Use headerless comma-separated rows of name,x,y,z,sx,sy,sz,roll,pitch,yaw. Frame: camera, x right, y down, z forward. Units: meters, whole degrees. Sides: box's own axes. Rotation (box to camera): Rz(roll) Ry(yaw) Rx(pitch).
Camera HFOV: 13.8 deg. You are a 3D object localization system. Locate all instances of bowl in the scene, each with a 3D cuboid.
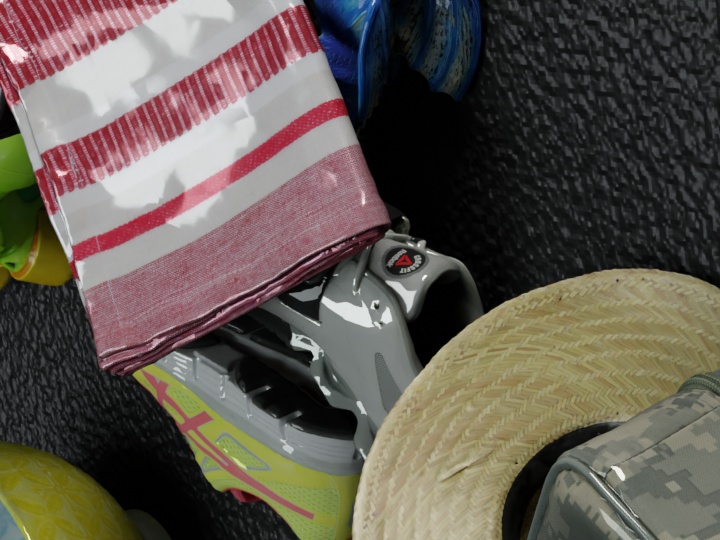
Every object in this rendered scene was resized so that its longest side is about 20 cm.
bowl,-0.149,0.172,1.492,0.200,0.107,0.201,25,122,50

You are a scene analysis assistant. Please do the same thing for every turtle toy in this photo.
turtle toy,-0.208,-0.051,1.487,0.200,0.145,0.102,-7,75,56

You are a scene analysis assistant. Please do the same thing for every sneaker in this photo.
sneaker,0.000,0.000,1.221,0.200,0.074,0.089,47,140,2
sneaker,-0.061,0.060,1.352,0.200,0.078,0.091,39,139,45

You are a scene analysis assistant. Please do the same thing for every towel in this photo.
towel,-0.080,-0.075,1.211,0.144,0.023,0.201,-29,74,25

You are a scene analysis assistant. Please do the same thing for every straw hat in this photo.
straw hat,0.102,0.105,1.108,0.201,0.201,0.085,41,174,40

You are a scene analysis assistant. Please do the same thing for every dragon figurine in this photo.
dragon figurine,0.009,-0.097,1.201,0.099,0.059,0.201,24,122,50

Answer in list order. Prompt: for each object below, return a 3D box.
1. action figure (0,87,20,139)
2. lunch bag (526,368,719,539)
action figure,-0.188,-0.124,1.319,0.102,0.118,0.201,21,110,43
lunch bag,0.170,0.119,0.932,0.200,0.167,0.140,46,149,29
